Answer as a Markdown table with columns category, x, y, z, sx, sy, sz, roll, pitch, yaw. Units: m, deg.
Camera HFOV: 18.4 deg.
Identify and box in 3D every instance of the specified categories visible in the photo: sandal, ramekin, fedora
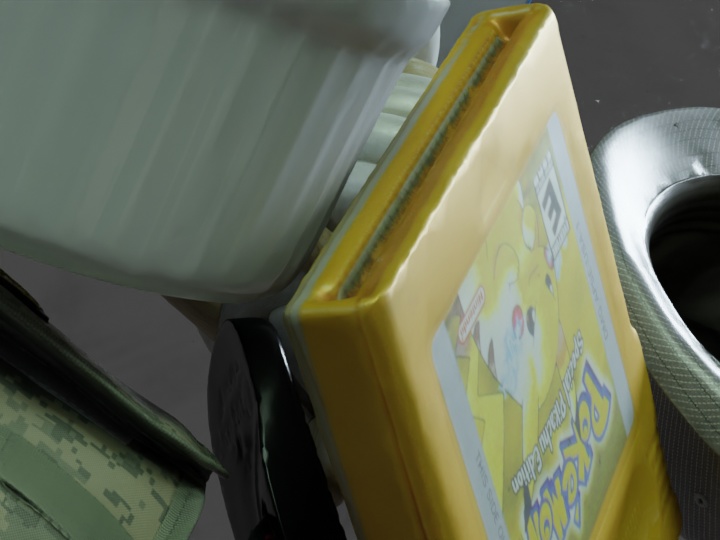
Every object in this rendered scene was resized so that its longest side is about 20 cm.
| category | x | y | z | sx | sy | sz | roll | pitch | yaw |
| --- | --- | --- | --- | --- | --- | --- | --- | --- | --- |
| sandal | -0.025 | 0.105 | 0.618 | 0.045 | 0.075 | 0.201 | -6 | 56 | -22 |
| ramekin | -0.085 | -0.069 | 0.612 | 0.199 | 0.098 | 0.201 | 23 | 9 | -4 |
| fedora | 0.150 | 0.042 | 0.813 | 0.176 | 0.091 | 0.200 | -18 | 58 | -43 |

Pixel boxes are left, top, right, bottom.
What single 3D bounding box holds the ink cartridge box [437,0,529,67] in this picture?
| category | x | y | z | sx | sy | sz | roll | pitch | yaw |
| --- | --- | --- | --- | --- | --- | --- | --- | --- | --- |
| ink cartridge box | 0.051 | -0.171 | 1.011 | 0.067 | 0.117 | 0.201 | 20 | 34 | -4 |

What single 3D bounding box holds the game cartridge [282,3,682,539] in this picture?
| category | x | y | z | sx | sy | sz | roll | pitch | yaw |
| --- | --- | --- | --- | --- | --- | --- | --- | --- | --- |
| game cartridge | 0.047 | 0.048 | 0.657 | 0.032 | 0.201 | 0.177 | -6 | 29 | 26 |

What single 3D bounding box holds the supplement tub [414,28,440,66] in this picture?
| category | x | y | z | sx | sy | sz | roll | pitch | yaw |
| --- | --- | --- | --- | --- | --- | --- | --- | --- | --- |
| supplement tub | -0.067 | -0.125 | 0.870 | 0.131 | 0.133 | 0.200 | -2 | 38 | -33 |

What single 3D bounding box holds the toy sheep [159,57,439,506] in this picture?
| category | x | y | z | sx | sy | sz | roll | pitch | yaw |
| --- | --- | --- | --- | --- | --- | --- | --- | --- | --- |
| toy sheep | 0.000 | 0.000 | 0.750 | 0.137 | 0.138 | 0.201 | 21 | 48 | -3 |

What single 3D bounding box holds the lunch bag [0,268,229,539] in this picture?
| category | x | y | z | sx | sy | sz | roll | pitch | yaw |
| --- | --- | --- | --- | --- | --- | --- | --- | --- | --- |
| lunch bag | -0.130 | 0.053 | 0.584 | 0.164 | 0.118 | 0.200 | 37 | 31 | -11 |
